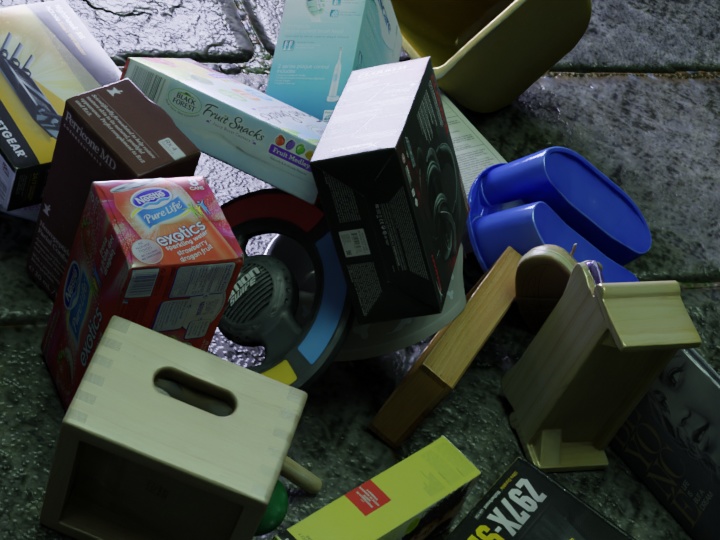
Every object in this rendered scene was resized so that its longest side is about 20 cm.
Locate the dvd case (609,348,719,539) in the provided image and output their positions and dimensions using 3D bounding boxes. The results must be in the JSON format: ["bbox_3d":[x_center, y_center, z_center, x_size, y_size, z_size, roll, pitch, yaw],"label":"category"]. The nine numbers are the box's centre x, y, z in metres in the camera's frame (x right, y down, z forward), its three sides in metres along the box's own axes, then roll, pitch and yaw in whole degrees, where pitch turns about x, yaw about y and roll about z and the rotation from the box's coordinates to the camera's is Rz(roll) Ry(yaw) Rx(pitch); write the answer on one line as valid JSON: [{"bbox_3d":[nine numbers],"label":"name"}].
[{"bbox_3d":[0.284,0.146,1.502,0.016,0.149,0.200,-19,56,-35],"label":"dvd case"}]

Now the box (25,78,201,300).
[{"bbox_3d":[-0.209,-0.048,1.432,0.075,0.201,0.100,-24,59,-41],"label":"box"}]

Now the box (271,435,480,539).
[{"bbox_3d":[0.007,0.205,1.361,0.199,0.076,0.050,-25,59,-41],"label":"box"}]

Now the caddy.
[{"bbox_3d":[0.187,-0.026,1.649,0.200,0.105,0.142,36,51,-28],"label":"caddy"}]

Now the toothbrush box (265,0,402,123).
[{"bbox_3d":[-0.025,-0.181,1.644,0.085,0.147,0.202,4,65,16],"label":"toothbrush box"}]

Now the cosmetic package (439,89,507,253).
[{"bbox_3d":[0.069,-0.111,1.736,0.103,0.073,0.200,-16,53,-37],"label":"cosmetic package"}]

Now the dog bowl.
[{"bbox_3d":[0.000,0.000,1.519,0.198,0.059,0.201,-10,30,6],"label":"dog bowl"}]

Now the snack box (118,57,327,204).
[{"bbox_3d":[-0.097,-0.123,1.478,0.199,0.053,0.142,26,13,12],"label":"snack box"}]

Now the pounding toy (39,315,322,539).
[{"bbox_3d":[-0.120,0.142,1.305,0.199,0.185,0.143,22,52,-2],"label":"pounding toy"}]

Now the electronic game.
[{"bbox_3d":[-0.089,0.025,1.442,0.042,0.200,0.201,37,18,-54],"label":"electronic game"}]

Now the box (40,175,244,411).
[{"bbox_3d":[-0.177,0.028,1.365,0.099,0.201,0.096,-5,50,-30],"label":"box"}]

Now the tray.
[{"bbox_3d":[0.084,0.067,1.527,0.037,0.099,0.200,39,41,2],"label":"tray"}]

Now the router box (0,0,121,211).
[{"bbox_3d":[-0.286,-0.151,1.518,0.156,0.052,0.200,-17,55,-38],"label":"router box"}]

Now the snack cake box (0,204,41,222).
[{"bbox_3d":[-0.258,-0.096,1.565,0.198,0.067,0.116,16,42,-9],"label":"snack cake box"}]

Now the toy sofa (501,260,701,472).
[{"bbox_3d":[0.204,0.083,1.493,0.082,0.201,0.098,-1,51,-25],"label":"toy sofa"}]

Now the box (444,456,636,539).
[{"bbox_3d":[0.140,0.259,1.388,0.159,0.050,0.200,35,41,15],"label":"box"}]

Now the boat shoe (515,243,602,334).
[{"bbox_3d":[0.196,0.036,1.564,0.073,0.200,0.063,-1,51,29],"label":"boat shoe"}]

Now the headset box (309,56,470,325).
[{"bbox_3d":[0.030,-0.073,1.412,0.077,0.150,0.200,-8,27,17],"label":"headset box"}]

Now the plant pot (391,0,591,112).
[{"bbox_3d":[0.133,-0.285,1.852,0.195,0.195,0.200,53,7,31],"label":"plant pot"}]
